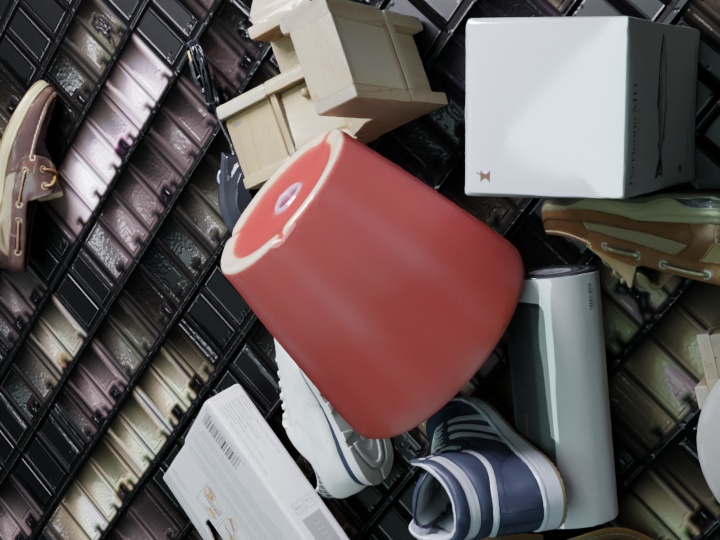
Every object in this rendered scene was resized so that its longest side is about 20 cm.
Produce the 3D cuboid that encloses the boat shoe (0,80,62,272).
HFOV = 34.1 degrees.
[{"bbox_3d":[-0.343,-0.094,1.224,0.071,0.072,0.203,20,98,-6],"label":"boat shoe"}]

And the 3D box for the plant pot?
[{"bbox_3d":[0.000,0.000,0.922,0.177,0.202,0.200,41,120,-19],"label":"plant pot"}]

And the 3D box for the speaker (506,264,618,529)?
[{"bbox_3d":[0.161,0.101,0.945,0.080,0.081,0.204,-2,97,30],"label":"speaker"}]

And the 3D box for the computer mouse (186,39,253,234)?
[{"bbox_3d":[-0.133,-0.116,1.095,0.033,0.059,0.203,-18,86,-2],"label":"computer mouse"}]

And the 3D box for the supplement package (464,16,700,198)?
[{"bbox_3d":[0.164,-0.117,0.842,0.116,0.199,0.119,5,100,29],"label":"supplement package"}]

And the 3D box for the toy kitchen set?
[{"bbox_3d":[-0.068,-0.179,0.978,0.198,0.180,0.166,-22,85,27],"label":"toy kitchen set"}]

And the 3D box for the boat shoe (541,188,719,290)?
[{"bbox_3d":[0.206,-0.022,0.867,0.199,0.075,0.075,8,102,61],"label":"boat shoe"}]

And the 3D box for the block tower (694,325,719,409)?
[{"bbox_3d":[0.341,0.056,0.849,0.197,0.054,0.059,-14,90,30],"label":"block tower"}]

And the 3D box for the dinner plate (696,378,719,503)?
[{"bbox_3d":[0.340,0.138,0.841,0.197,0.024,0.203,12,123,19],"label":"dinner plate"}]

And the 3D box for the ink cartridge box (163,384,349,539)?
[{"bbox_3d":[-0.102,0.235,1.137,0.201,0.044,0.177,53,143,14],"label":"ink cartridge box"}]

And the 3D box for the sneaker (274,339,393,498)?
[{"bbox_3d":[-0.045,0.111,1.073,0.080,0.076,0.203,-26,83,40],"label":"sneaker"}]

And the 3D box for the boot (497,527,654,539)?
[{"bbox_3d":[0.158,0.269,0.965,0.156,0.197,0.078,127,145,-55],"label":"boot"}]

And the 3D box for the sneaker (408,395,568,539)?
[{"bbox_3d":[0.070,0.157,0.940,0.200,0.107,0.071,-150,55,-64],"label":"sneaker"}]
